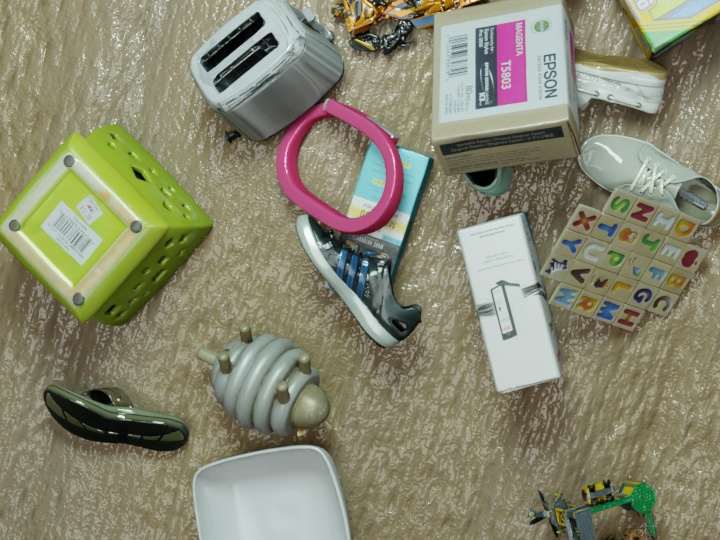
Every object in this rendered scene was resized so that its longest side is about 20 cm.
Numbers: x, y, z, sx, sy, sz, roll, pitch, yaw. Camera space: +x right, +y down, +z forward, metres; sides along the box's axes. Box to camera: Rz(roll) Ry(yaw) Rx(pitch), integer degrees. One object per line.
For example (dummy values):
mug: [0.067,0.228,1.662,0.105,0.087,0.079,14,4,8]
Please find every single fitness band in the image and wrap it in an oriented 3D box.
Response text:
fitness band: [-0.025,-0.130,1.719,0.199,0.037,0.145,34,104,33]

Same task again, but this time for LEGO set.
LEGO set: [0.301,0.353,1.709,0.152,0.116,0.202,-20,94,-19]

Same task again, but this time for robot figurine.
robot figurine: [0.054,-0.358,1.718,0.198,0.058,0.147,-17,89,10]

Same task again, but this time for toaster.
toaster: [-0.126,-0.250,1.712,0.199,0.129,0.114,-36,66,11]

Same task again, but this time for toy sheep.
toy sheep: [-0.125,0.141,1.747,0.199,0.138,0.139,29,98,20]

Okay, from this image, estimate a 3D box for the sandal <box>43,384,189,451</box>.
sandal: [-0.325,0.191,1.824,0.199,0.058,0.080,15,138,-6]

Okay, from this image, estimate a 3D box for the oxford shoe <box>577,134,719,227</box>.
oxford shoe: [0.361,-0.112,1.678,0.199,0.058,0.076,27,99,9]

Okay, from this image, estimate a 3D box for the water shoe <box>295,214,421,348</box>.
water shoe: [0.000,0.000,1.698,0.079,0.072,0.201,-37,93,6]

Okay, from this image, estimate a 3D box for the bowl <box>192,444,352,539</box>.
bowl: [-0.107,0.330,1.782,0.197,0.075,0.202,-12,90,11]

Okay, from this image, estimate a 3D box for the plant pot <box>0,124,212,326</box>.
plant pot: [-0.338,-0.055,1.748,0.200,0.181,0.199,44,99,4]

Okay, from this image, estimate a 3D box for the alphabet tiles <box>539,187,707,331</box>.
alphabet tiles: [0.319,-0.010,1.649,0.198,0.006,0.167,17,114,-26]

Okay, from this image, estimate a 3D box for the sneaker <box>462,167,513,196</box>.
sneaker: [0.139,-0.191,1.683,0.073,0.118,0.202,-20,88,12]

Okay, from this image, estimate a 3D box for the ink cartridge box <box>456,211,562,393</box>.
ink cartridge box: [0.186,0.037,1.674,0.083,0.146,0.202,-14,91,10]

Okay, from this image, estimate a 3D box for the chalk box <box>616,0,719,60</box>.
chalk box: [0.403,-0.357,1.622,0.199,0.124,0.125,-31,88,10]

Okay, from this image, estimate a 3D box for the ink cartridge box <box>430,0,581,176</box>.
ink cartridge box: [0.169,-0.221,1.605,0.163,0.075,0.202,-9,56,17]

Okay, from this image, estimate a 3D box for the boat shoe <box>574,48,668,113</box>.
boat shoe: [0.275,-0.230,1.680,0.198,0.071,0.070,14,118,21]

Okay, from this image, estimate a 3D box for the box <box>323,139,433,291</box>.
box: [0.023,-0.061,1.747,0.081,0.049,0.202,19,96,9]
